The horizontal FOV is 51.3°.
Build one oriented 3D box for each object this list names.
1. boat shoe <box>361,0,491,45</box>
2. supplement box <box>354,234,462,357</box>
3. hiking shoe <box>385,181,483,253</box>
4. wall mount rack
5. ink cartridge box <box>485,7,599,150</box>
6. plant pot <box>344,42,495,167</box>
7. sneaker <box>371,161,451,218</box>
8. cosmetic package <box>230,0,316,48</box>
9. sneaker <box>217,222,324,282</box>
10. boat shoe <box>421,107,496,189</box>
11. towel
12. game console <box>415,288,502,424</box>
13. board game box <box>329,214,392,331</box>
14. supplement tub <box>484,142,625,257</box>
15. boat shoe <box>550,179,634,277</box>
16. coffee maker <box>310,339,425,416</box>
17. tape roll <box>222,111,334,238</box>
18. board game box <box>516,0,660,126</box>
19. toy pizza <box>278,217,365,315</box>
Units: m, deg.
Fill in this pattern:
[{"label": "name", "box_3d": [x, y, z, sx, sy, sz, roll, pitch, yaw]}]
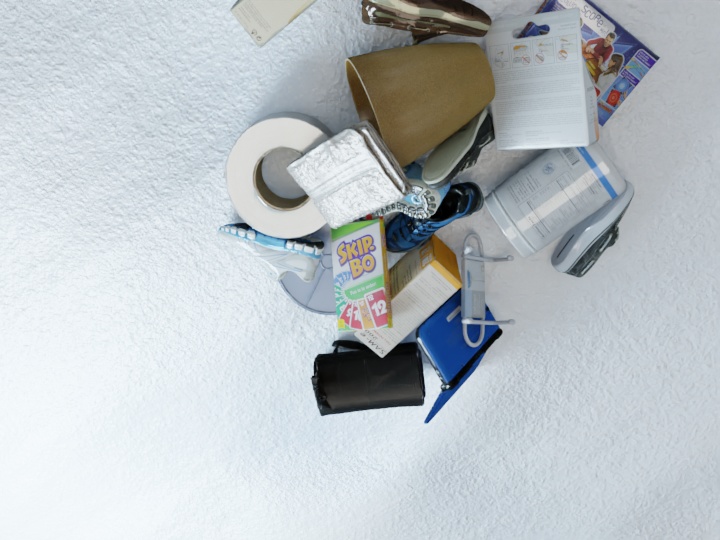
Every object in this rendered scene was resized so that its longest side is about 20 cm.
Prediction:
[{"label": "boat shoe", "box_3d": [0.098, -0.385, 1.152, 0.200, 0.075, 0.075, 17, 127, 1]}, {"label": "supplement box", "box_3d": [0.081, 0.041, 1.328, 0.073, 0.126, 0.200, 40, 110, -17]}, {"label": "hiking shoe", "box_3d": [0.108, -0.094, 1.265, 0.199, 0.086, 0.075, -32, 77, 24]}, {"label": "wall mount rack", "box_3d": [0.203, 0.030, 1.281, 0.074, 0.173, 0.203, -5, 83, 40]}, {"label": "ink cartridge box", "box_3d": [0.277, -0.290, 1.156, 0.161, 0.050, 0.202, 4, 109, 38]}, {"label": "plant pot", "box_3d": [0.099, -0.272, 1.157, 0.198, 0.187, 0.188, -22, 115, -2]}, {"label": "sneaker", "box_3d": [0.064, -0.138, 1.239, 0.199, 0.090, 0.079, 17, 132, 37]}, {"label": "cosmetic package", "box_3d": [-0.092, -0.428, 1.110, 0.199, 0.106, 0.071, -34, 113, 18]}, {"label": "sneaker", "box_3d": [-0.162, -0.027, 1.296, 0.198, 0.075, 0.088, 16, 108, 18]}, {"label": "boat shoe", "box_3d": [0.162, -0.185, 1.184, 0.071, 0.200, 0.068, -4, 127, 40]}, {"label": "towel", "box_3d": [-0.021, -0.140, 1.142, 0.199, 0.035, 0.133, -21, 110, 49]}, {"label": "game console", "box_3d": [0.160, 0.147, 1.359, 0.118, 0.200, 0.172, -26, 97, 45]}, {"label": "board game box", "box_3d": [0.000, 0.000, 1.275, 0.095, 0.030, 0.203, -5, 86, 23]}, {"label": "supplement tub", "box_3d": [0.320, -0.129, 1.238, 0.199, 0.132, 0.132, -37, 111, 18]}, {"label": "boat shoe", "box_3d": [0.416, -0.072, 1.308, 0.070, 0.072, 0.201, 21, 125, -19]}, {"label": "coffee maker", "box_3d": [0.019, 0.207, 1.376, 0.198, 0.192, 0.136, -8, 102, 3]}, {"label": "tape roll", "box_3d": [-0.123, -0.159, 1.248, 0.200, 0.071, 0.205, 1, 110, 2]}, {"label": "board game box", "box_3d": [0.352, -0.342, 1.184, 0.199, 0.035, 0.136, 33, 112, -15]}, {"label": "toy pizza", "box_3d": [-0.057, -0.019, 1.340, 0.198, 0.032, 0.203, 1, 105, 4]}]
